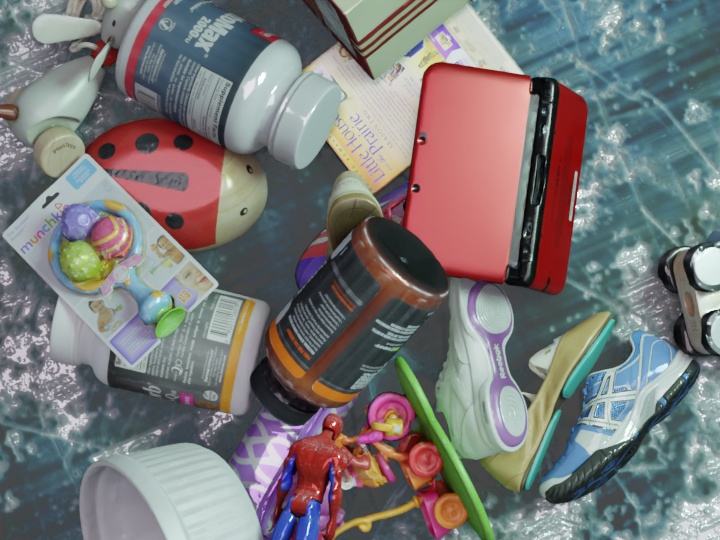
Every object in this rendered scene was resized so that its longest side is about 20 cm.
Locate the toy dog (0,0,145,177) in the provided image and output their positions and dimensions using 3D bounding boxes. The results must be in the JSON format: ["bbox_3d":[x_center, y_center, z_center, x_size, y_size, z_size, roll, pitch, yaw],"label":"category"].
[{"bbox_3d":[-0.292,-0.195,1.667,0.131,0.096,0.201,18,87,38],"label":"toy dog"}]

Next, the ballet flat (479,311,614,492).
[{"bbox_3d":[0.180,0.119,1.688,0.063,0.069,0.201,28,87,16],"label":"ballet flat"}]

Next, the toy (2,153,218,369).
[{"bbox_3d":[-0.242,-0.016,1.612,0.115,0.047,0.200,-44,72,-7],"label":"toy"}]

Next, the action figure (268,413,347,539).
[{"bbox_3d":[-0.055,0.225,1.566,0.065,0.052,0.201,11,73,26],"label":"action figure"}]

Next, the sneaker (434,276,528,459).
[{"bbox_3d":[0.103,0.088,1.682,0.075,0.099,0.201,14,61,-40],"label":"sneaker"}]

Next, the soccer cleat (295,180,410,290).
[{"bbox_3d":[0.020,-0.039,1.691,0.199,0.073,0.068,-31,88,-1],"label":"soccer cleat"}]

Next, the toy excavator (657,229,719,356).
[{"bbox_3d":[0.414,0.046,1.678,0.199,0.100,0.196,-13,89,-8],"label":"toy excavator"}]

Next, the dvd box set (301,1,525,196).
[{"bbox_3d":[0.044,-0.188,1.717,0.200,0.029,0.147,-39,87,-2],"label":"dvd box set"}]

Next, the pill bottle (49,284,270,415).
[{"bbox_3d":[-0.194,0.065,1.669,0.199,0.116,0.117,13,88,2],"label":"pill bottle"}]

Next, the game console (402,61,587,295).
[{"bbox_3d":[0.134,-0.087,1.667,0.118,0.172,0.202,7,88,25],"label":"game console"}]

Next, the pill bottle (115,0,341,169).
[{"bbox_3d":[-0.124,-0.182,1.658,0.199,0.120,0.120,28,88,12],"label":"pill bottle"}]

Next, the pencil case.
[{"bbox_3d":[-0.068,0.167,1.677,0.084,0.085,0.201,29,91,-32],"label":"pencil case"}]

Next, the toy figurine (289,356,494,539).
[{"bbox_3d":[0.002,0.211,1.628,0.183,0.150,0.201,-27,100,-6],"label":"toy figurine"}]

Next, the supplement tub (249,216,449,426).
[{"bbox_3d":[-0.017,0.052,1.574,0.107,0.107,0.200,43,113,2],"label":"supplement tub"}]

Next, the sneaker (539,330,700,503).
[{"bbox_3d":[0.243,0.147,1.689,0.077,0.076,0.200,42,86,20],"label":"sneaker"}]

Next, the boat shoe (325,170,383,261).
[{"bbox_3d":[0.000,0.000,1.645,0.072,0.065,0.201,-8,124,-1],"label":"boat shoe"}]

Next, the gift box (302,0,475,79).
[{"bbox_3d":[0.025,-0.320,1.624,0.186,0.200,0.185,-39,76,-3],"label":"gift box"}]

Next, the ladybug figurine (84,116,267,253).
[{"bbox_3d":[-0.192,-0.086,1.697,0.198,0.072,0.137,3,88,1],"label":"ladybug figurine"}]

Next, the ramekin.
[{"bbox_3d":[-0.174,0.259,1.623,0.105,0.200,0.201,-17,87,-32],"label":"ramekin"}]
